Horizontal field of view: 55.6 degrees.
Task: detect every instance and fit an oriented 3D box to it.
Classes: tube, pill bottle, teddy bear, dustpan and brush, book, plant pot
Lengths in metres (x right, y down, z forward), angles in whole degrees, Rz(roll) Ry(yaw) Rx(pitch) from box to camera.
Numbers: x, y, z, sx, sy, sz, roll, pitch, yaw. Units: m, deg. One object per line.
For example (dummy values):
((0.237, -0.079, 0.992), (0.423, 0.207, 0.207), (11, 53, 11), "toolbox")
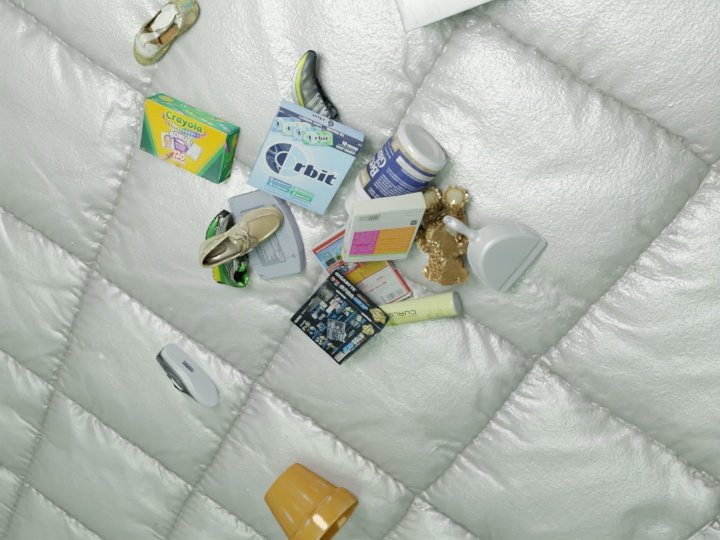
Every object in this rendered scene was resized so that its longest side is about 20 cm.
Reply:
((0.113, 0.087, 1.448), (0.199, 0.052, 0.058), (-12, 97, 27), "tube")
((0.060, -0.173, 1.304), (0.111, 0.111, 0.200), (43, 122, -3), "pill bottle")
((0.167, -0.072, 1.345), (0.144, 0.067, 0.201), (-22, 105, 10), "teddy bear")
((0.238, -0.050, 1.298), (0.199, 0.057, 0.140), (24, 114, -32), "dustpan and brush")
((0.038, -0.076, 1.301), (0.133, 0.048, 0.200), (-8, 158, -12), "book")
((-0.138, 0.597, 1.728), (0.183, 0.200, 0.201), (39, 124, 19), "plant pot")

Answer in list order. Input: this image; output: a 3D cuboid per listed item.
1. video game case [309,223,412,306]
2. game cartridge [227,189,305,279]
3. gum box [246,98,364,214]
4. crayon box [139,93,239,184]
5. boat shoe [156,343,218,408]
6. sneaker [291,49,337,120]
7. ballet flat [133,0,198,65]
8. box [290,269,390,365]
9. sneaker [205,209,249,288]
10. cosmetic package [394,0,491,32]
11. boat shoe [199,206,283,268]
((0.000, 0.000, 1.468), (0.143, 0.017, 0.200), (-30, 102, 31), "video game case")
((-0.199, -0.082, 1.498), (0.133, 0.040, 0.201), (-9, 111, 29), "game cartridge")
((-0.111, -0.217, 1.336), (0.169, 0.045, 0.200), (21, 137, -13), "gum box")
((-0.364, -0.281, 1.452), (0.199, 0.058, 0.119), (25, 121, 9), "crayon box")
((-0.449, 0.281, 1.754), (0.200, 0.072, 0.068), (48, 120, -2), "boat shoe")
((-0.085, -0.324, 1.320), (0.081, 0.074, 0.201), (7, 125, 11), "sneaker")
((-0.406, -0.478, 1.368), (0.200, 0.071, 0.071), (-28, 102, 30), "ballet flat")
((-0.049, 0.106, 1.494), (0.159, 0.046, 0.200), (42, 138, -2), "box")
((-0.285, -0.048, 1.518), (0.085, 0.078, 0.201), (16, 133, 21), "sneaker")
((0.163, -0.470, 1.121), (0.199, 0.108, 0.085), (-11, 111, 27), "cosmetic package")
((-0.251, -0.065, 1.435), (0.199, 0.065, 0.072), (-27, 117, 5), "boat shoe")
